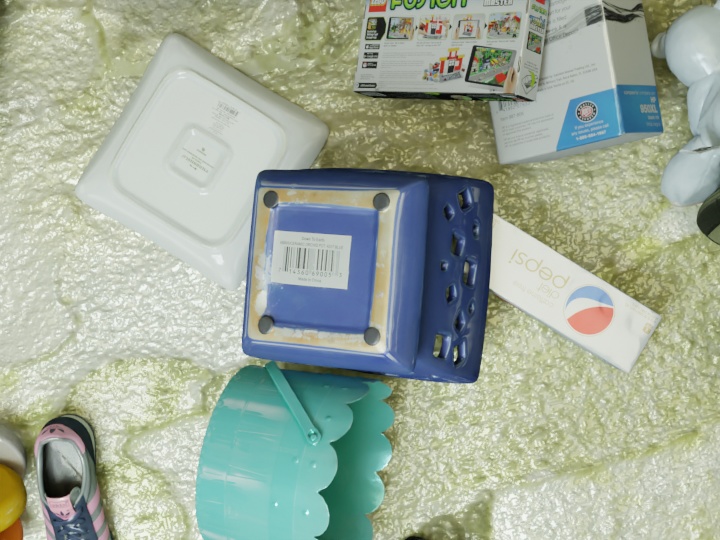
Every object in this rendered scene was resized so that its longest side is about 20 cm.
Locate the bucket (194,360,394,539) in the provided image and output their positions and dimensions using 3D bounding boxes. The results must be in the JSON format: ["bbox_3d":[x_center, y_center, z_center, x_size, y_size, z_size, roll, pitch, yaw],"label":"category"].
[{"bbox_3d":[-0.059,0.186,1.170,0.134,0.207,0.208,11,90,15],"label":"bucket"}]

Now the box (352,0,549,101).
[{"bbox_3d":[0.084,-0.221,1.195,0.199,0.035,0.111,9,90,41],"label":"box"}]

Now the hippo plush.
[{"bbox_3d":[0.335,-0.165,1.197,0.159,0.200,0.161,-38,61,36],"label":"hippo plush"}]

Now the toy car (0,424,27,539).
[{"bbox_3d":[-0.426,0.242,1.218,0.199,0.175,0.150,9,126,1],"label":"toy car"}]

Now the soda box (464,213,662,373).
[{"bbox_3d":[0.194,0.022,1.233,0.200,0.064,0.068,32,90,1],"label":"soda box"}]

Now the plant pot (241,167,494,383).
[{"bbox_3d":[0.000,0.000,1.152,0.199,0.180,0.201,5,90,25],"label":"plant pot"}]

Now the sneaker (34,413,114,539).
[{"bbox_3d":[-0.291,0.247,1.235,0.070,0.082,0.201,-13,89,1],"label":"sneaker"}]

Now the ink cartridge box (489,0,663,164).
[{"bbox_3d":[0.196,-0.214,1.192,0.144,0.084,0.201,-10,89,44],"label":"ink cartridge box"}]

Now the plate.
[{"bbox_3d":[-0.163,-0.113,1.261,0.199,0.032,0.200,31,90,2],"label":"plate"}]

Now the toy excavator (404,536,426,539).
[{"bbox_3d":[0.007,0.388,1.225,0.194,0.100,0.201,-13,97,3],"label":"toy excavator"}]

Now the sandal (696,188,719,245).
[{"bbox_3d":[0.390,-0.081,1.145,0.080,0.201,0.057,48,58,-8],"label":"sandal"}]
